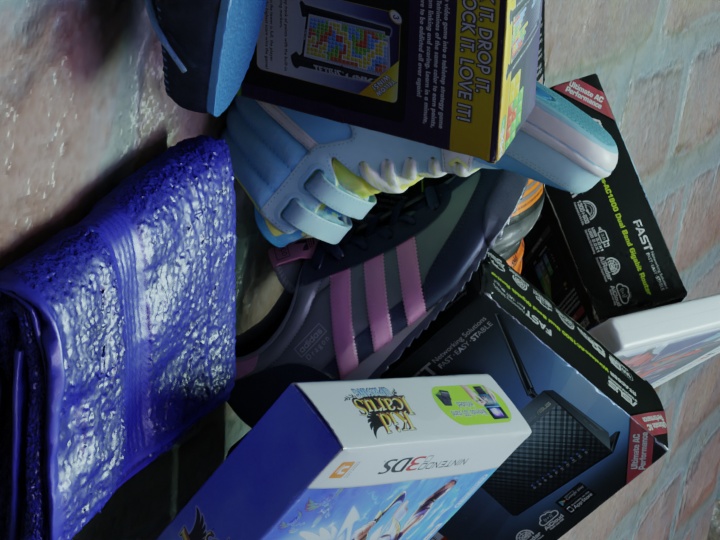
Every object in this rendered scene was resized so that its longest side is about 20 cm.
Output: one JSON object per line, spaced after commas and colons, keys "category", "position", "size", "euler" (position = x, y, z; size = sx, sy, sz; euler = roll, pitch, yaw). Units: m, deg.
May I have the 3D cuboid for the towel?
{"category": "towel", "position": [-0.108, 0.036, 1.085], "size": [0.200, 0.049, 0.149], "euler": [-47, 148, -58]}

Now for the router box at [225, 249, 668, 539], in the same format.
{"category": "router box", "position": [0.046, 0.097, 1.302], "size": [0.200, 0.150, 0.062], "euler": [-42, -155, 20]}

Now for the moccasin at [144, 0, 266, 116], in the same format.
{"category": "moccasin", "position": [-0.072, -0.163, 1.007], "size": [0.081, 0.068, 0.201], "euler": [-63, 161, -57]}

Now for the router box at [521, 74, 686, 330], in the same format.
{"category": "router box", "position": [0.132, -0.020, 1.531], "size": [0.200, 0.062, 0.151], "euler": [115, -45, -75]}

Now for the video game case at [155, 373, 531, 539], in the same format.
{"category": "video game case", "position": [-0.030, 0.135, 1.193], "size": [0.200, 0.046, 0.181], "euler": [-49, 155, 23]}

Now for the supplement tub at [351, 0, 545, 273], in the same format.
{"category": "supplement tub", "position": [0.040, -0.090, 1.296], "size": [0.123, 0.122, 0.201], "euler": [-49, 143, -55]}

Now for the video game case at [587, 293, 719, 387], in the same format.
{"category": "video game case", "position": [0.149, 0.061, 1.442], "size": [0.199, 0.182, 0.023], "euler": [-10, 72, -47]}

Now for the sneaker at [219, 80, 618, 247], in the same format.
{"category": "sneaker", "position": [0.020, -0.054, 1.182], "size": [0.131, 0.199, 0.079], "euler": [-66, 162, 9]}

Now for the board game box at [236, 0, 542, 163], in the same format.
{"category": "board game box", "position": [0.001, -0.162, 1.067], "size": [0.057, 0.164, 0.201], "euler": [-55, 155, -48]}

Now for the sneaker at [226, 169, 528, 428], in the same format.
{"category": "sneaker", "position": [0.000, 0.000, 1.226], "size": [0.200, 0.082, 0.070], "euler": [-47, -168, 4]}
